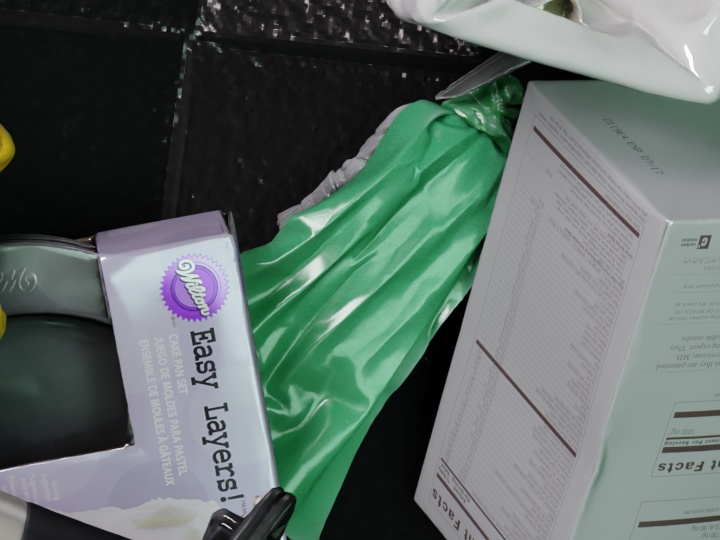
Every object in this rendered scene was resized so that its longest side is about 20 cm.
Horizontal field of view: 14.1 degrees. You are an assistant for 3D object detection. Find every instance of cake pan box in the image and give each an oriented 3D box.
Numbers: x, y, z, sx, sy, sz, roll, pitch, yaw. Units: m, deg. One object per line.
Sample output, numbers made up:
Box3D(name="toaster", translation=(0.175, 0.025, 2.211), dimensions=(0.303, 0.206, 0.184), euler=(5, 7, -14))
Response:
Box3D(name="cake pan box", translation=(-0.122, 0.083, 1.105), dimensions=(0.184, 0.052, 0.200), euler=(-9, 103, -6))

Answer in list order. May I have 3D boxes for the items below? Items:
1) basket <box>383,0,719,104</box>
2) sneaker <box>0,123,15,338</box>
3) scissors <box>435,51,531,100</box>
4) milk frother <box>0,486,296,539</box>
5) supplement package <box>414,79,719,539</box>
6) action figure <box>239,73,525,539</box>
Box3D(name="basket", translation=(0.076, -0.173, 1.028), dimensions=(0.135, 0.123, 0.200), euler=(13, 95, -25))
Box3D(name="sneaker", translation=(-0.166, -0.058, 1.044), dimensions=(0.082, 0.078, 0.200), euler=(-6, 83, -4))
Box3D(name="scissors", translation=(0.117, -0.122, 1.160), dimensions=(0.200, 0.014, 0.073), euler=(-15, 79, -4))
Box3D(name="milk frother", translation=(-0.135, 0.108, 0.980), dimensions=(0.188, 0.181, 0.200), euler=(22, 117, -11))
Box3D(name="supplement package", translation=(0.112, 0.037, 1.149), dimensions=(0.109, 0.114, 0.200), euler=(-3, 123, -28))
Box3D(name="action figure", translation=(0.000, 0.000, 1.163), dimensions=(0.118, 0.055, 0.200), euler=(42, 86, -22))
